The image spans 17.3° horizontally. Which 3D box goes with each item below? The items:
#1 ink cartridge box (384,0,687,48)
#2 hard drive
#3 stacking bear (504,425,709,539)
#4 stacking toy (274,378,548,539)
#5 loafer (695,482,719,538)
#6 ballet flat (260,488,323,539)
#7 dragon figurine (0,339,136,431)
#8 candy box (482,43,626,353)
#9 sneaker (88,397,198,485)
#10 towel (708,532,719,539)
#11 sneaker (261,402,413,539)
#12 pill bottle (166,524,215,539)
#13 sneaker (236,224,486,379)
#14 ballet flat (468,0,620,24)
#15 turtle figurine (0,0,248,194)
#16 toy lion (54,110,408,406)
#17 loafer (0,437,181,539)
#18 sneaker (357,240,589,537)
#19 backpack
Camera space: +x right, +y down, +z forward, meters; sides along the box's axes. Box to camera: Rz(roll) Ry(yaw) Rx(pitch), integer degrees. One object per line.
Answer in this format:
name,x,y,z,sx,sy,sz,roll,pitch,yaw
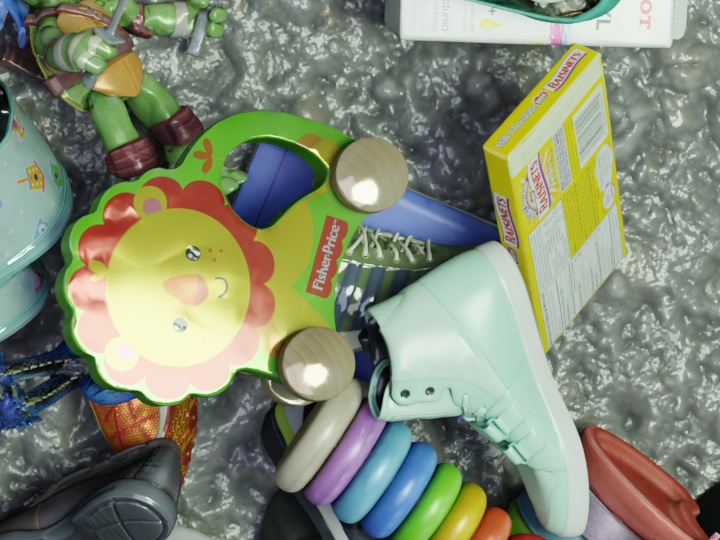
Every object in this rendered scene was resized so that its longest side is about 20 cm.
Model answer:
ink cartridge box,0.121,-0.212,1.523,0.200,0.125,0.129,1,99,-4
hard drive,0.001,0.003,1.602,0.200,0.025,0.132,23,97,-7
stacking bear,0.129,0.213,1.610,0.114,0.121,0.200,39,103,-12
stacking toy,0.047,0.155,1.523,0.200,0.085,0.085,34,96,-2
loafer,0.256,0.203,1.639,0.200,0.073,0.072,-40,119,11
ballet flat,-0.024,0.246,1.620,0.068,0.068,0.200,-10,100,-8
dragon figurine,-0.151,0.051,1.498,0.200,0.099,0.059,-19,94,11
candy box,0.128,-0.043,1.522,0.026,0.200,0.102,29,62,30
sneaker,-0.154,0.075,1.592,0.077,0.073,0.200,-1,96,18
towel,0.206,0.254,1.591,0.200,0.030,0.146,-37,138,22
sneaker,0.013,0.152,1.580,0.083,0.072,0.200,-39,84,17
pill bottle,-0.150,0.279,1.589,0.116,0.116,0.200,36,103,-9
sneaker,0.000,0.000,1.552,0.200,0.067,0.090,-18,105,2
ballet flat,0.065,-0.193,1.423,0.200,0.070,0.067,12,99,-5
turtle figurine,-0.129,-0.131,1.511,0.200,0.144,0.194,-24,102,4
toy lion,-0.087,-0.008,1.467,0.191,0.069,0.200,19,79,-15
loafer,-0.185,0.168,1.571,0.072,0.063,0.200,41,134,-24
sneaker,0.068,0.094,1.510,0.118,0.074,0.201,-23,101,-13
backpack,-0.278,-0.025,1.505,0.200,0.176,0.153,-38,117,2
